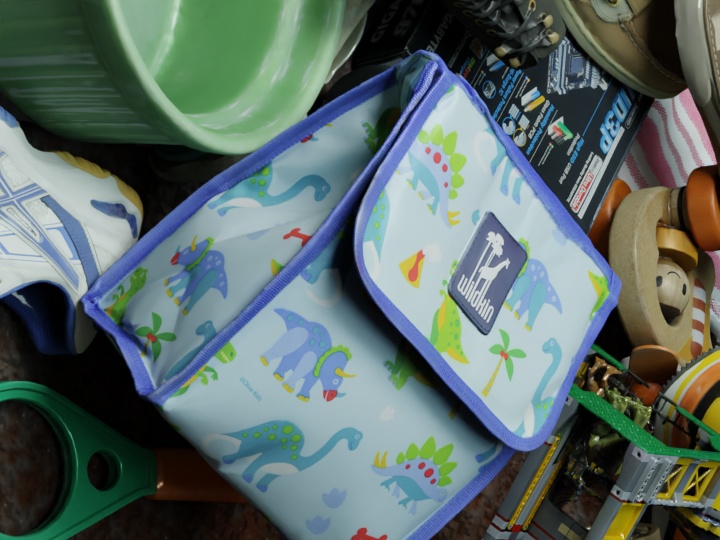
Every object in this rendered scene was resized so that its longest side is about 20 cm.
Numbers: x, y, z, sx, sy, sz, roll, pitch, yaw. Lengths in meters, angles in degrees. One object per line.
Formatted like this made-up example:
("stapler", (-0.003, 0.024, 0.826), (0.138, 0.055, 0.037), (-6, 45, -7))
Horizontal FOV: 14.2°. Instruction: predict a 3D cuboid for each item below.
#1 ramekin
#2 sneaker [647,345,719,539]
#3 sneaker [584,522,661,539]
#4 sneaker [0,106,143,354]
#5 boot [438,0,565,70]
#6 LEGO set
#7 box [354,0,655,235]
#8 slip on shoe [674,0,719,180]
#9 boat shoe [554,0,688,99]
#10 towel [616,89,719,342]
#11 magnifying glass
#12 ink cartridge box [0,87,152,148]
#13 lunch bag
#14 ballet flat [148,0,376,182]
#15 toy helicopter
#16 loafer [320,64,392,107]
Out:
("ramekin", (-0.099, -0.151, 1.330), (0.200, 0.097, 0.202), (6, 83, -58))
("sneaker", (0.208, 0.134, 1.562), (0.070, 0.090, 0.201), (-33, 140, -20))
("sneaker", (0.083, 0.195, 1.511), (0.199, 0.067, 0.091), (-13, 99, -40))
("sneaker", (-0.182, -0.027, 1.295), (0.199, 0.075, 0.089), (28, 67, -35))
("boot", (0.061, -0.144, 1.412), (0.139, 0.077, 0.200), (54, 15, -18))
("LEGO set", (0.097, 0.106, 1.476), (0.153, 0.200, 0.116), (3, 119, -61))
("box", (0.098, -0.137, 1.576), (0.159, 0.046, 0.201), (45, 57, -28))
("slip on shoe", (0.217, -0.086, 1.548), (0.076, 0.060, 0.201), (-44, 124, -57))
("boat shoe", (0.136, -0.173, 1.537), (0.200, 0.066, 0.074), (50, 54, -27))
("towel", (0.225, -0.076, 1.692), (0.147, 0.030, 0.200), (54, 54, -21))
("magnifying glass", (-0.119, 0.095, 1.373), (0.199, 0.022, 0.080), (5, 80, -39))
("ink cartridge box", (-0.156, -0.154, 1.354), (0.199, 0.050, 0.162), (12, 77, -38))
("lunch bag", (0.007, 0.020, 1.320), (0.200, 0.127, 0.170), (-42, 126, -1))
("ballet flat", (-0.035, -0.103, 1.445), (0.200, 0.067, 0.063), (-56, 142, -29))
("toy helicopter", (0.179, 0.048, 1.600), (0.201, 0.078, 0.133), (65, 31, -33))
("loafer", (0.000, 0.000, 1.455), (0.072, 0.072, 0.201), (34, 71, -43))
